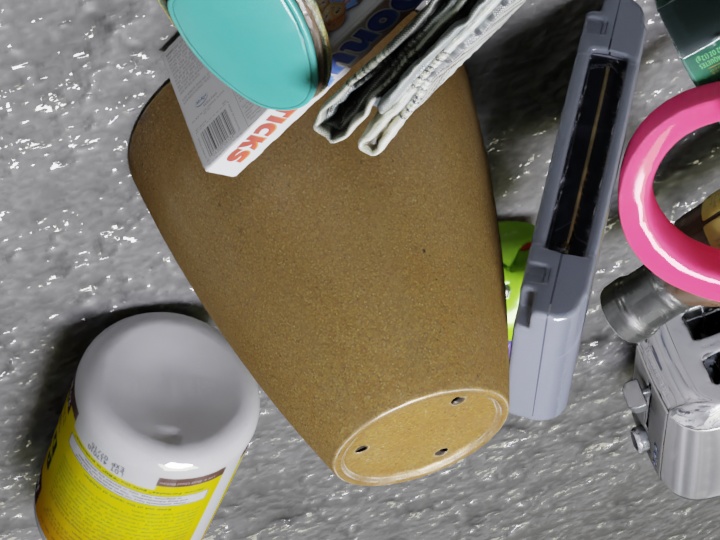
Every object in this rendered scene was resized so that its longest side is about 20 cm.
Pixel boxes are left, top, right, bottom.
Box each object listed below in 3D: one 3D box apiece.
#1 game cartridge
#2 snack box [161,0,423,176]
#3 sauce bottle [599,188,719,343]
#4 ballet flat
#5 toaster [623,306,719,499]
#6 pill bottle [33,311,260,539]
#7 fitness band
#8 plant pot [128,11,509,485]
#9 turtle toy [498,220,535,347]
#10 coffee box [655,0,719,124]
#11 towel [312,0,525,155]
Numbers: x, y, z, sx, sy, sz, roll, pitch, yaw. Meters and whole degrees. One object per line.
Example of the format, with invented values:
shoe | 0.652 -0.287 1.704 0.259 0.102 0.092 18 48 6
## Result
game cartridge | 0.113 -0.029 1.198 0.041 0.200 0.133 14 152 3
snack box | -0.015 -0.130 1.050 0.024 0.072 0.200 10 139 -46
sauce bottle | 0.225 -0.022 1.329 0.065 0.065 0.200 11 145 -45
ballet flat | -0.067 -0.146 0.975 0.071 0.071 0.200 -29 139 14
toaster | 0.276 0.066 1.535 0.200 0.114 0.129 -19 150 0
pill bottle | -0.135 0.119 1.367 0.109 0.109 0.200 -7 149 -24
fitness band | 0.241 -0.037 1.248 0.200 0.037 0.144 10 134 4
plant pot | 0.000 0.000 1.155 0.186 0.200 0.187 -17 152 -10
turtle toy | 0.052 0.029 1.343 0.145 0.101 0.200 -4 148 -29
coffee box | 0.252 -0.120 1.278 0.123 0.044 0.200 -27 151 11
towel | 0.077 -0.141 1.028 0.193 0.035 0.200 -43 -179 34
